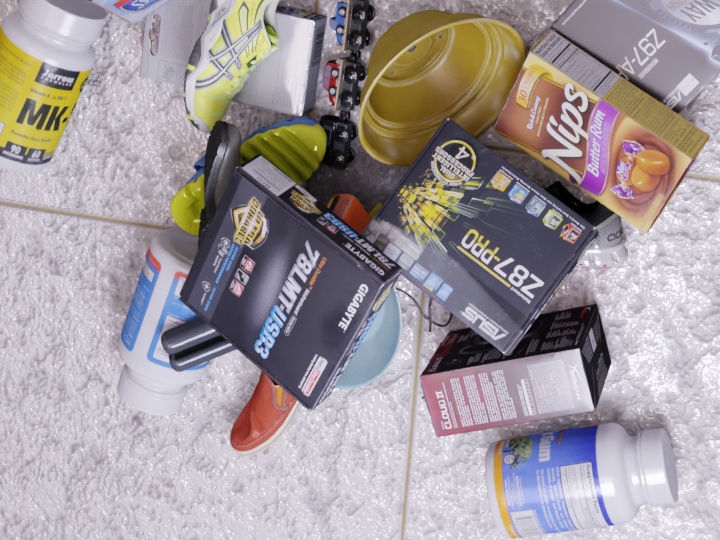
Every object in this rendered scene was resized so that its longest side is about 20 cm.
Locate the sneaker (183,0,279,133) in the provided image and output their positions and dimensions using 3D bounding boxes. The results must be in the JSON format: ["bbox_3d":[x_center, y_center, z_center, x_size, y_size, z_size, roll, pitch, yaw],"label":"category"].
[{"bbox_3d":[-0.132,-0.235,1.637,0.076,0.075,0.202,24,113,9],"label":"sneaker"}]

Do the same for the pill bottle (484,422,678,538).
[{"bbox_3d":[0.246,0.230,1.698,0.198,0.112,0.113,-12,103,19],"label":"pill bottle"}]

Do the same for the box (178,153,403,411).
[{"bbox_3d":[-0.078,0.014,1.602,0.198,0.050,0.201,40,129,13],"label":"box"}]

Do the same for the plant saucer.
[{"bbox_3d":[-0.033,0.027,1.632,0.199,0.039,0.203,16,120,28],"label":"plant saucer"}]

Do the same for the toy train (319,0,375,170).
[{"bbox_3d":[-0.020,-0.211,1.688,0.045,0.034,0.202,18,112,24],"label":"toy train"}]

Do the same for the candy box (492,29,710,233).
[{"bbox_3d":[0.246,-0.143,1.584,0.199,0.056,0.117,36,139,12],"label":"candy box"}]

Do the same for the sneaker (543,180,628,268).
[{"bbox_3d":[0.191,-0.055,1.650,0.197,0.074,0.089,3,108,11],"label":"sneaker"}]

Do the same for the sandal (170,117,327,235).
[{"bbox_3d":[-0.126,-0.120,1.719,0.198,0.087,0.080,-24,119,18],"label":"sandal"}]

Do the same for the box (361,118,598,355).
[{"bbox_3d":[0.122,-0.035,1.591,0.199,0.049,0.162,38,94,12],"label":"box"}]

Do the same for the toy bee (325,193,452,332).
[{"bbox_3d":[0.000,0.000,1.706,0.108,0.131,0.202,-5,118,43],"label":"toy bee"}]

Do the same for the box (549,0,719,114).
[{"bbox_3d":[0.317,-0.265,1.562,0.160,0.044,0.200,45,114,0],"label":"box"}]

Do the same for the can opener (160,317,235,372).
[{"bbox_3d":[-0.123,0.066,1.712,0.198,0.067,0.054,-22,124,-5],"label":"can opener"}]

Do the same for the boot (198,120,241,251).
[{"bbox_3d":[-0.108,-0.077,1.666,0.129,0.068,0.201,3,133,-8],"label":"boot"}]

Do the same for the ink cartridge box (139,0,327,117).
[{"bbox_3d":[-0.143,-0.248,1.704,0.198,0.050,0.110,15,110,13],"label":"ink cartridge box"}]

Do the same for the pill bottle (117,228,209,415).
[{"bbox_3d":[-0.219,0.063,1.788,0.111,0.112,0.202,26,112,8],"label":"pill bottle"}]

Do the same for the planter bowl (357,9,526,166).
[{"bbox_3d":[0.070,-0.211,1.609,0.200,0.199,0.084,-46,54,23],"label":"planter bowl"}]

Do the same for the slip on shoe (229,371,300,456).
[{"bbox_3d":[-0.097,0.133,1.786,0.061,0.074,0.201,22,115,-39],"label":"slip on shoe"}]

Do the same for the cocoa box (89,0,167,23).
[{"bbox_3d":[-0.223,-0.382,1.621,0.199,0.131,0.135,-28,65,22],"label":"cocoa box"}]

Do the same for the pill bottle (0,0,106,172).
[{"bbox_3d":[-0.371,-0.224,1.745,0.114,0.114,0.201,32,113,5],"label":"pill bottle"}]

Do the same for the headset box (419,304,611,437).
[{"bbox_3d":[0.162,0.110,1.666,0.198,0.149,0.078,-13,102,19],"label":"headset box"}]
